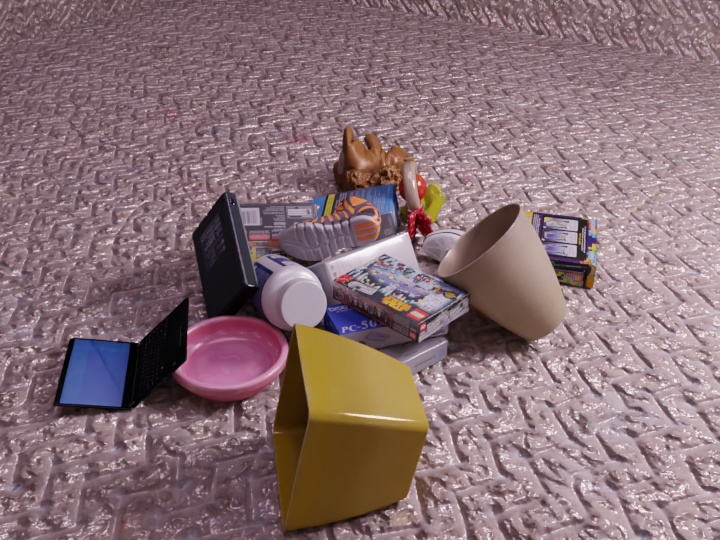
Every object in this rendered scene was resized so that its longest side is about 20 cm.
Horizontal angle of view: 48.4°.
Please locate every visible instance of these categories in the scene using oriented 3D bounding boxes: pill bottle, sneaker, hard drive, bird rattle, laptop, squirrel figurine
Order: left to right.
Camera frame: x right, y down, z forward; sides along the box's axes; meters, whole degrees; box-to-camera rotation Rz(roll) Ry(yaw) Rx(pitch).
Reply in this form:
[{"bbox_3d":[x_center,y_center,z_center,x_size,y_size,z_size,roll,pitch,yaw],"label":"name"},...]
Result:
[{"bbox_3d":[-0.381,0.128,1.300,0.199,0.103,0.178,-41,30,14],"label":"laptop"},{"bbox_3d":[-0.247,-0.018,1.439,0.033,0.139,0.203,9,52,-38],"label":"hard drive"},{"bbox_3d":[-0.130,0.041,1.398,0.109,0.113,0.200,-12,14,-21],"label":"pill bottle"},{"bbox_3d":[-0.056,-0.082,1.533,0.196,0.079,0.113,-8,28,6],"label":"sneaker"},{"bbox_3d":[0.045,-0.235,1.921,0.183,0.143,0.202,4,44,-16],"label":"squirrel figurine"},{"bbox_3d":[0.112,-0.153,1.745,0.111,0.166,0.200,-9,18,19],"label":"bird rattle"},{"bbox_3d":[0.197,-0.019,1.595,0.198,0.077,0.115,13,38,27],"label":"sneaker"}]

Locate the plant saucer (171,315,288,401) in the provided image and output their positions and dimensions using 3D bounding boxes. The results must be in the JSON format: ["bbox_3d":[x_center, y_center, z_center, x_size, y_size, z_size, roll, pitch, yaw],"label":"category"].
[{"bbox_3d":[-0.218,0.150,1.328,0.197,0.052,0.202,0,31,0],"label":"plant saucer"}]

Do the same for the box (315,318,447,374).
[{"bbox_3d":[0.032,0.116,1.402,0.154,0.042,0.199,-21,37,-32],"label":"box"}]

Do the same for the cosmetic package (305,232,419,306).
[{"bbox_3d":[0.000,0.000,1.510,0.198,0.086,0.107,-20,3,-31],"label":"cosmetic package"}]

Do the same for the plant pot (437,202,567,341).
[{"bbox_3d":[0.267,0.020,1.404,0.187,0.200,0.188,-40,10,9],"label":"plant pot"}]

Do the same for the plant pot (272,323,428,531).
[{"bbox_3d":[-0.015,0.216,1.105,0.173,0.203,0.201,5,29,-14],"label":"plant pot"}]

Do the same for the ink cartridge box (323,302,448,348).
[{"bbox_3d":[0.043,0.085,1.370,0.197,0.045,0.094,-10,31,-17],"label":"ink cartridge box"}]

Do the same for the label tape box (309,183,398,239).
[{"bbox_3d":[-0.018,-0.117,1.750,0.196,0.067,0.144,-11,30,11],"label":"label tape box"}]

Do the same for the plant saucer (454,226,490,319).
[{"bbox_3d":[0.263,0.005,1.520,0.197,0.032,0.203,5,63,-10],"label":"plant saucer"}]

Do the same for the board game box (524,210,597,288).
[{"bbox_3d":[0.407,-0.047,1.668,0.162,0.058,0.201,7,32,14],"label":"board game box"}]

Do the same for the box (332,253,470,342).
[{"bbox_3d":[0.068,0.042,1.359,0.198,0.040,0.136,25,38,37],"label":"box"}]

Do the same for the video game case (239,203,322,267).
[{"bbox_3d":[-0.173,-0.039,1.532,0.196,0.025,0.184,-2,75,-18],"label":"video game case"}]
